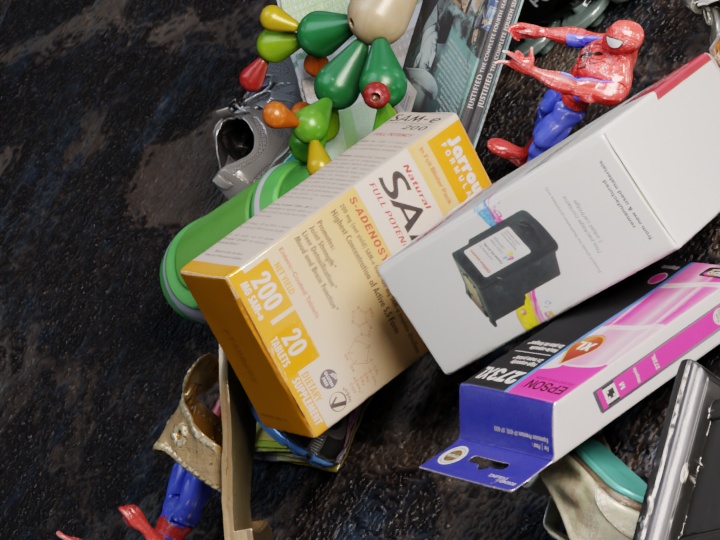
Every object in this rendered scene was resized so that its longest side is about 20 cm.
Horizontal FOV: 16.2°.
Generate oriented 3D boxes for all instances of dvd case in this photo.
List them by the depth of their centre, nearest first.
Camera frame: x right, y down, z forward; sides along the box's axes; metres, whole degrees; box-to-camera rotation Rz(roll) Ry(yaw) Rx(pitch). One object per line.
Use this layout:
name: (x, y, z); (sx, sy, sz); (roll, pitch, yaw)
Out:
dvd case: (0.074, -0.177, 1.753); (0.146, 0.022, 0.201); (-121, 46, -63)

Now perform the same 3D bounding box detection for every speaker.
speaker: (-0.078, -0.019, 1.913); (0.200, 0.088, 0.089); (-29, 36, 57)

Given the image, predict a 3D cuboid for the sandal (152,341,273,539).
sandal: (-0.106, 0.127, 1.715); (0.069, 0.078, 0.213); (-8, 84, 11)

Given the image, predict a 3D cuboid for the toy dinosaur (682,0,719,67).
toy dinosaur: (0.239, -0.154, 1.551); (0.199, 0.102, 0.136); (-28, 49, 12)

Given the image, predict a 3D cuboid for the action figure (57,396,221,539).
action figure: (-0.148, 0.157, 1.803); (0.065, 0.099, 0.201); (11, 84, 63)

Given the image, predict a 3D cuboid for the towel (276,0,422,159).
towel: (0.006, -0.188, 1.894); (0.149, 0.031, 0.201); (-26, 67, 27)

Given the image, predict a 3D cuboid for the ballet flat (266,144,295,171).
ballet flat: (0.003, -0.121, 1.944); (0.200, 0.067, 0.064); (-44, -2, 18)

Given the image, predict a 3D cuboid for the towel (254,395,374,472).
towel: (-0.010, 0.052, 1.810); (0.143, 0.023, 0.201); (-5, 55, 59)

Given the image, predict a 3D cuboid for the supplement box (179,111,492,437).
supplement box: (0.000, 0.000, 1.650); (0.200, 0.126, 0.073); (-37, 20, -23)

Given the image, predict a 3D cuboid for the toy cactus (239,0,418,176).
toy cactus: (-0.014, -0.156, 1.816); (0.165, 0.102, 0.200); (-58, 30, 8)

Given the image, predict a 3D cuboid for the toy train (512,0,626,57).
toy train: (0.152, -0.227, 1.795); (0.200, 0.085, 0.114); (-28, 25, 47)

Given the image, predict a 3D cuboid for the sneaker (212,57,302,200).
sneaker: (-0.079, -0.121, 2.056); (0.075, 0.082, 0.200); (-40, 30, 28)

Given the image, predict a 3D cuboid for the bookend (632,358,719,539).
bookend: (0.231, 0.131, 1.225); (0.200, 0.092, 0.199); (-19, 44, 50)

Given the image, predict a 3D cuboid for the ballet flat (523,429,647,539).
ballet flat: (0.115, 0.115, 1.478); (0.063, 0.067, 0.200); (-63, 23, 15)

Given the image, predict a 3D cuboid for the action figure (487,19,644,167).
action figure: (0.112, -0.117, 1.657); (0.200, 0.099, 0.065); (-45, 26, 53)

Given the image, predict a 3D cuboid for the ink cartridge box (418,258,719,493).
ink cartridge box: (0.128, 0.056, 1.446); (0.200, 0.037, 0.095); (-35, 21, -25)

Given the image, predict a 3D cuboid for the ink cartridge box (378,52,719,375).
ink cartridge box: (0.130, -0.033, 1.534); (0.200, 0.083, 0.146); (-32, 3, 41)

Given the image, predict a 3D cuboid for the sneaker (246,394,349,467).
sneaker: (-0.025, 0.049, 1.732); (0.083, 0.071, 0.200); (-42, 25, 38)
